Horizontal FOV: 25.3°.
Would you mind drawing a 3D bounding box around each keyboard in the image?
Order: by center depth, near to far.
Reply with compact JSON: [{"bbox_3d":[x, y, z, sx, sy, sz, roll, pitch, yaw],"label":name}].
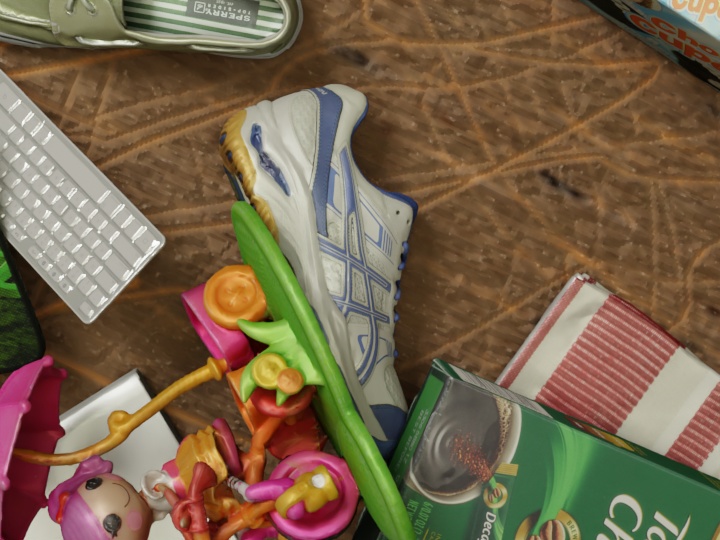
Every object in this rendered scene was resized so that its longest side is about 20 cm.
[{"bbox_3d":[-0.176,-0.057,0.805,0.056,0.011,0.200,-48,66,4],"label":"keyboard"}]

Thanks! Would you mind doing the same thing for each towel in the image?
[{"bbox_3d":[0.157,0.114,0.898,0.199,0.023,0.145,36,93,-6],"label":"towel"}]

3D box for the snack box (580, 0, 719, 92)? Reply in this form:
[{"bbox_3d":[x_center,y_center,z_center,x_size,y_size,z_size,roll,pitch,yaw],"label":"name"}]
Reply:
[{"bbox_3d":[0.201,-0.115,0.833,0.199,0.116,0.037,32,92,-7],"label":"snack box"}]

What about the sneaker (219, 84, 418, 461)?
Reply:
[{"bbox_3d":[0.000,0.000,0.845,0.087,0.075,0.202,-23,102,-12],"label":"sneaker"}]

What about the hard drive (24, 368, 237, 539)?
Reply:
[{"bbox_3d":[-0.170,0.162,0.866,0.199,0.027,0.133,-32,97,-2],"label":"hard drive"}]

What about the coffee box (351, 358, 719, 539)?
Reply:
[{"bbox_3d":[0.103,0.140,0.848,0.198,0.044,0.124,25,93,-16],"label":"coffee box"}]

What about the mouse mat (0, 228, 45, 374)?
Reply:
[{"bbox_3d":[-0.270,-0.003,0.799,0.197,0.008,0.163,-11,120,9],"label":"mouse mat"}]

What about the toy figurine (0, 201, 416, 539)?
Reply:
[{"bbox_3d":[-0.095,0.092,0.781,0.182,0.151,0.201,-26,63,-9],"label":"toy figurine"}]

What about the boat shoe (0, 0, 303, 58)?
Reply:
[{"bbox_3d":[-0.126,-0.148,0.824,0.197,0.062,0.073,5,94,-5],"label":"boat shoe"}]
